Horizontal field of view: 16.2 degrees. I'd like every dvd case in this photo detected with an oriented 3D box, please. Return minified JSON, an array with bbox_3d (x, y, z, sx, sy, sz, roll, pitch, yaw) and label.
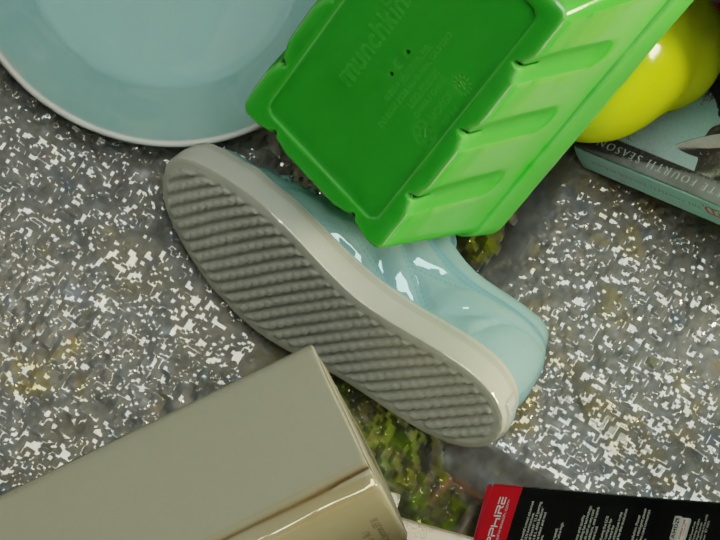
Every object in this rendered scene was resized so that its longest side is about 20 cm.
[{"bbox_3d":[0.216,-0.104,1.222,0.146,0.022,0.200,26,70,38],"label":"dvd case"}]

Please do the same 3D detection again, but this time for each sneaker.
[{"bbox_3d":[0.000,0.000,1.186,0.200,0.074,0.082,38,46,4],"label":"sneaker"}]

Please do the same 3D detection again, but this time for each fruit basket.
[{"bbox_3d":[0.074,-0.116,1.143,0.215,0.216,0.156,-42,81,-17],"label":"fruit basket"}]

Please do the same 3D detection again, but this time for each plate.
[{"bbox_3d":[-0.094,-0.153,1.222,0.199,0.026,0.201,3,75,-10],"label":"plate"}]

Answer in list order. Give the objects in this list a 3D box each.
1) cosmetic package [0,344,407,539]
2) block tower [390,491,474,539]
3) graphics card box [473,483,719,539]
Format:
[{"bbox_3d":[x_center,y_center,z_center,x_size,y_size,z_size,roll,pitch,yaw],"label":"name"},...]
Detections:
[{"bbox_3d":[-0.087,0.117,1.085,0.199,0.104,0.073,-27,69,0],"label":"cosmetic package"},{"bbox_3d":[-0.001,0.202,1.131,0.057,0.054,0.201,15,74,-6],"label":"block tower"},{"bbox_3d":[0.126,0.162,1.097,0.051,0.199,0.126,32,67,-39],"label":"graphics card box"}]
